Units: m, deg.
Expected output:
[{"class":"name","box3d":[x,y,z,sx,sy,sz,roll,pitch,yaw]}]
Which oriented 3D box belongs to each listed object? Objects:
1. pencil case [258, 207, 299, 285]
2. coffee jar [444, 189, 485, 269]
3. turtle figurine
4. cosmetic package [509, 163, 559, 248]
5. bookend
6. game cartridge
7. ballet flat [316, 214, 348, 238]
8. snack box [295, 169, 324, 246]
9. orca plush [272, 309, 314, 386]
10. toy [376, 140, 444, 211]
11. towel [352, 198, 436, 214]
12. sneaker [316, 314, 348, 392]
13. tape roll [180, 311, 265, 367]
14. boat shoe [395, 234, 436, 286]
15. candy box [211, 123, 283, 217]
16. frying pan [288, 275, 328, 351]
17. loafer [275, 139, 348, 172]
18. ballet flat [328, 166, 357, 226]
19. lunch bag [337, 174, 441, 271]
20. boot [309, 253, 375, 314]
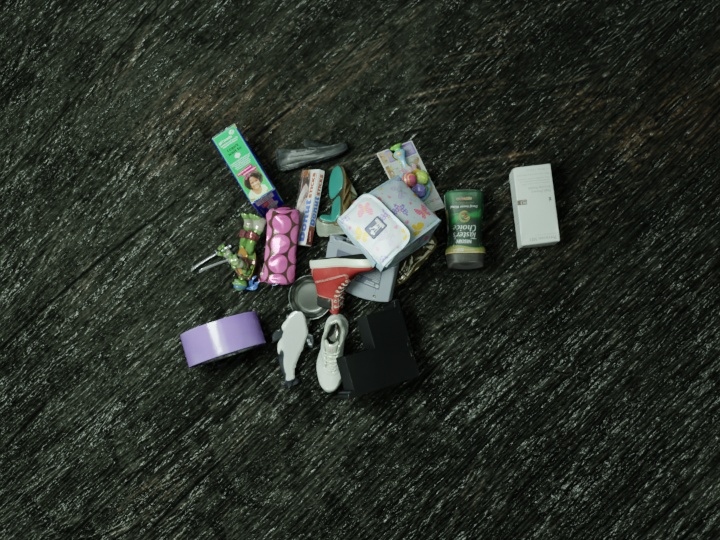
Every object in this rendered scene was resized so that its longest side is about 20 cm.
[{"class":"pencil case","box3d":[-0.208,-0.062,1.720,0.093,0.091,0.202,5,94,-9]},{"class":"coffee jar","box3d":[0.268,-0.103,1.720,0.103,0.085,0.202,-2,85,4]},{"class":"turtle figurine","box3d":[-0.331,-0.058,1.729,0.198,0.144,0.196,19,84,2]},{"class":"cosmetic package","box3d":[0.445,-0.163,1.720,0.101,0.074,0.202,-7,83,4]},{"class":"bookend","box3d":[0.020,0.196,1.671,0.198,0.092,0.201,-15,86,-21]},{"class":"game cartridge","box3d":[0.000,0.000,1.711,0.199,0.041,0.134,22,113,22]},{"class":"ballet flat","box3d":[-0.018,-0.107,1.758,0.198,0.068,0.064,4,114,0]},{"class":"snack box","box3d":[-0.141,-0.165,1.765,0.071,0.024,0.202,6,84,45]},{"class":"orca plush","box3d":[-0.172,0.194,1.739,0.104,0.071,0.202,-9,103,-7]},{"class":"toy","box3d":[0.137,-0.242,1.740,0.114,0.047,0.201,-23,80,-23]},{"class":"towel","box3d":[0.090,-0.152,1.732,0.199,0.022,0.146,-26,82,-24]},{"class":"sneaker","box3d":[-0.077,0.210,1.709,0.077,0.099,0.202,3,85,4]},{"class":"tape roll","box3d":[-0.343,0.173,1.681,0.198,0.200,0.086,-19,84,2]},{"class":"boat shoe","box3d":[0.119,-0.018,1.732,0.199,0.066,0.074,-38,81,9]},{"class":"candy box","box3d":[-0.288,-0.253,1.729,0.077,0.169,0.201,-34,84,-3]},{"class":"frying pan","box3d":[-0.122,0.107,1.756,0.114,0.031,0.192,-13,94,5]},{"class":"loafer","box3d":[-0.131,-0.315,1.773,0.198,0.068,0.071,-13,93,6]},{"class":"ballet flat","box3d":[-0.040,-0.185,1.742,0.072,0.201,0.068,26,129,-30]},{"class":"lunch bag","box3d":[0.066,-0.109,1.613,0.199,0.127,0.170,-33,74,-29]},{"class":"boot","box3d":[-0.035,0.036,1.671,0.199,0.072,0.146,-6,95,39]}]
